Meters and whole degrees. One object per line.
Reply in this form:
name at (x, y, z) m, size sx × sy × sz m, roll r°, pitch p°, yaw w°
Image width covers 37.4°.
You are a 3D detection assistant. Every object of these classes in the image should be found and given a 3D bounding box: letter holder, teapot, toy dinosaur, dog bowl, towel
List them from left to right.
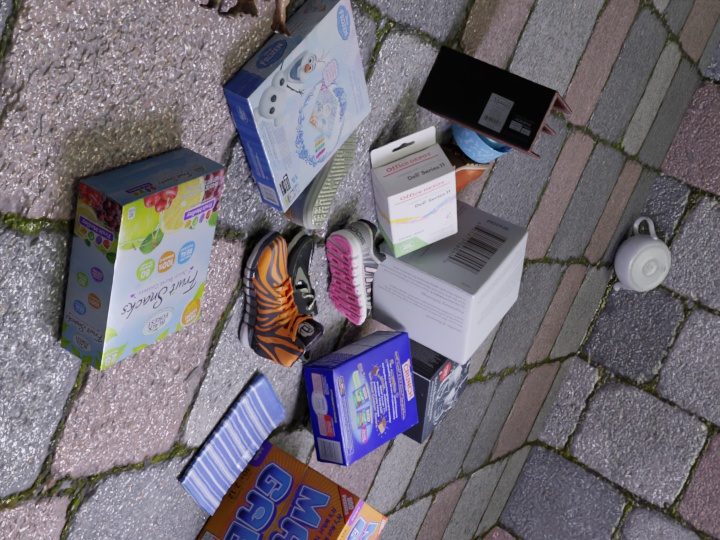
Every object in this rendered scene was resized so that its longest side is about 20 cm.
towel at (-0.187, 0.262, 1.596) m, size 0.200 × 0.024 × 0.145 m, roll -54°, pitch 155°, yaw -21°
toy dinosaur at (-0.102, -0.322, 1.085) m, size 0.200 × 0.085 × 0.137 m, roll -1°, pitch 109°, yaw -71°
dog bowl at (0.226, -0.247, 1.834) m, size 0.050 × 0.112 × 0.200 m, roll -38°, pitch 176°, yaw 37°
letter holder at (0.216, -0.256, 1.675) m, size 0.101 × 0.199 × 0.142 m, roll -65°, pitch 157°, yaw 5°
teapot at (0.897, -0.041, 3.449) m, size 0.199 × 0.146 × 0.198 m, roll -36°, pitch 122°, yaw -4°

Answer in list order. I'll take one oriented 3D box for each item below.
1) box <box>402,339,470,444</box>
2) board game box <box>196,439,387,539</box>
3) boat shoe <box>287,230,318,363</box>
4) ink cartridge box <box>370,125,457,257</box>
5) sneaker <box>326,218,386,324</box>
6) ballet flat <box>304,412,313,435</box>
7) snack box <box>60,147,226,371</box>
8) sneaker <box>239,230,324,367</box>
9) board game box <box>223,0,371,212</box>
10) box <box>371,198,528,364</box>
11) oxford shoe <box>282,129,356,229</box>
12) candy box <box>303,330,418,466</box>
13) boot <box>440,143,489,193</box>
box at (0.135, 0.206, 2.120) m, size 0.182 × 0.104 × 0.201 m, roll -46°, pitch 152°, yaw -38°
board game box at (-0.106, 0.421, 1.711) m, size 0.201 × 0.199 × 0.200 m, roll -59°, pitch 157°, yaw -12°
boat shoe at (-0.085, 0.039, 1.518) m, size 0.072 × 0.067 × 0.201 m, roll -35°, pitch 141°, yaw -56°
ink cartridge box at (0.085, -0.120, 1.651) m, size 0.116 × 0.068 × 0.201 m, roll -23°, pitch 146°, yaw -8°
sneaker at (0.000, 0.000, 1.648) m, size 0.087 × 0.073 × 0.201 m, roll -41°, pitch 144°, yaw -31°
ballet flat at (-0.019, 0.219, 1.858) m, size 0.200 × 0.062 × 0.068 m, roll -50°, pitch 154°, yaw -29°
snack box at (-0.233, -0.015, 1.145) m, size 0.168 × 0.067 × 0.201 m, roll -31°, pitch 143°, yaw -53°
sneaker at (-0.097, 0.045, 1.440) m, size 0.078 × 0.112 × 0.201 m, roll -40°, pitch 148°, yaw -43°
board game box at (-0.070, -0.209, 1.304) m, size 0.199 × 0.043 × 0.201 m, roll -51°, pitch 150°, yaw -25°
box at (0.151, 0.008, 1.822) m, size 0.199 × 0.199 × 0.172 m, roll -45°, pitch 149°, yaw -37°
oxford shoe at (-0.053, -0.138, 1.422) m, size 0.075 × 0.057 × 0.201 m, roll 76°, pitch 31°, yaw -47°
candy box at (0.005, 0.209, 1.778) m, size 0.199 × 0.077 × 0.171 m, roll -21°, pitch 108°, yaw -46°
boot at (0.142, -0.152, 1.807) m, size 0.199 × 0.075 × 0.108 m, roll -18°, pitch 134°, yaw -49°
